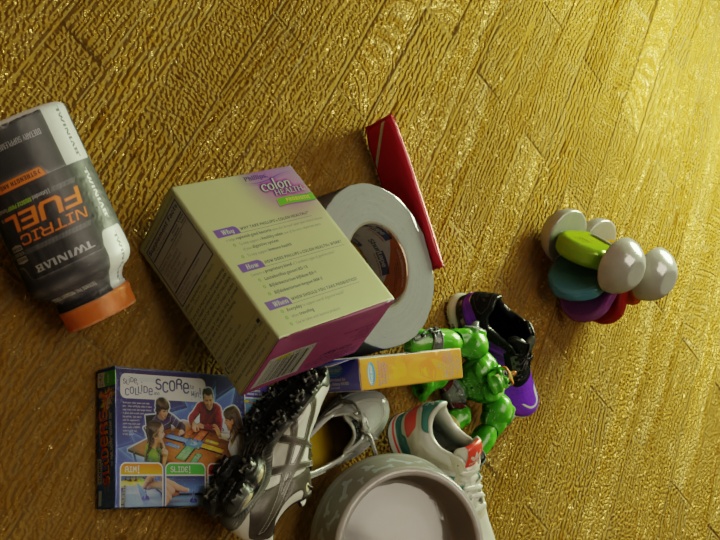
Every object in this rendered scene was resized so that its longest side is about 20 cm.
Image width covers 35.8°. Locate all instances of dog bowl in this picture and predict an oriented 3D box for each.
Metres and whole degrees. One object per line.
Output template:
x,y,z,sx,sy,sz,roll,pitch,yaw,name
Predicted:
0.046,0.302,1.212,0.197,0.059,0.203,2,83,-18,dog bowl

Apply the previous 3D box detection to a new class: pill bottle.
-0.283,-0.046,1.043,0.106,0.105,0.202,-33,102,-45,pill bottle

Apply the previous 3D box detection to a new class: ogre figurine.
0.132,0.150,1.424,0.119,0.098,0.202,-28,84,-28,ogre figurine

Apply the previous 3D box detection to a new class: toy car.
0.356,0.007,1.667,0.198,0.175,0.152,11,107,-44,toy car

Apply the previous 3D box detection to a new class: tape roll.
0.000,0.000,1.348,0.199,0.066,0.203,15,68,-42,tape roll

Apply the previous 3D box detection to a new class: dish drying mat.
0.053,-0.095,1.425,0.018,0.077,0.203,-18,92,-29,dish drying mat

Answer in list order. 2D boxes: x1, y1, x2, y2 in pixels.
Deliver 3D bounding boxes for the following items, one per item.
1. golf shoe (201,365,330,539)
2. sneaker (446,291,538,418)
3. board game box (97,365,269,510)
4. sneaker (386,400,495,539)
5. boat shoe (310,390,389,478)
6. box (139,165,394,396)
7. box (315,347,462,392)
-0.082,0.191,1.159,0.095,0.077,0.201,52,57,-27,golf shoe
0.199,0.113,1.492,0.201,0.099,0.070,57,48,-17,sneaker
-0.175,0.173,1.139,0.198,0.034,0.138,11,71,-44,board game box
0.111,0.243,1.291,0.070,0.093,0.202,-22,80,-49,sneaker
-0.018,0.183,1.261,0.201,0.085,0.076,-19,92,-46,boat shoe
-0.098,0.004,1.166,0.175,0.097,0.201,-17,62,-47,box
0.011,0.117,1.286,0.198,0.118,0.042,-4,86,-45,box
